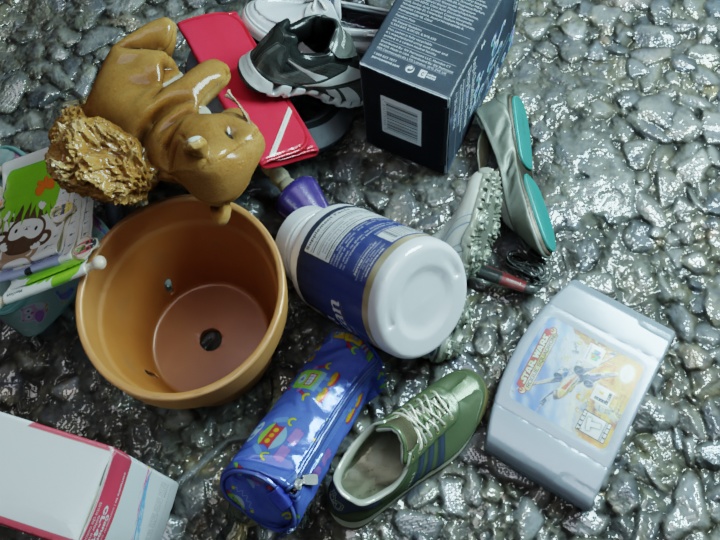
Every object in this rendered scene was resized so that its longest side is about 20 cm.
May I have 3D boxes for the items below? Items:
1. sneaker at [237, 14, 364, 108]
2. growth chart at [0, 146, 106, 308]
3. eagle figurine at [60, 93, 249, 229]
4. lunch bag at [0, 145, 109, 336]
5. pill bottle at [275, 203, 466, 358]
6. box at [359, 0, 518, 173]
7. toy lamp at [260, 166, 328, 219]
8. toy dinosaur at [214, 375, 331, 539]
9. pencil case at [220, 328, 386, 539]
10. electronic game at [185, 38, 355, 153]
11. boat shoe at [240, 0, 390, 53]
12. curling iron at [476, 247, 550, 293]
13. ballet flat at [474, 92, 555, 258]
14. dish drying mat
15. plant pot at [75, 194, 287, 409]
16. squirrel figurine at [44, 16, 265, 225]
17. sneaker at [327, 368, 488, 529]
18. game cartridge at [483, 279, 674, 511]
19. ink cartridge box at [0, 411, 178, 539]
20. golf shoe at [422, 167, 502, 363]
[{"bbox_3d":[-0.030,-0.226,0.941,0.198,0.090,0.067,-5,61,-42],"label":"sneaker"},{"bbox_3d":[-0.318,-0.052,0.869,0.142,0.018,0.202,-23,53,8],"label":"growth chart"},{"bbox_3d":[-0.237,-0.116,0.971,0.150,0.151,0.202,-28,98,34],"label":"eagle figurine"},{"bbox_3d":[-0.371,-0.041,0.944,0.198,0.077,0.161,32,77,27],"label":"lunch bag"},{"bbox_3d":[0.000,0.000,0.853,0.111,0.112,0.199,-46,38,-15],"label":"pill bottle"},{"bbox_3d":[0.090,-0.240,0.967,0.105,0.149,0.202,23,71,13],"label":"box"},{"bbox_3d":[-0.102,-0.120,0.983,0.058,0.058,0.201,-34,68,-10],"label":"toy lamp"},{"bbox_3d":[-0.080,0.201,0.849,0.086,0.048,0.203,9,64,16],"label":"toy dinosaur"},{"bbox_3d":[-0.046,0.144,0.814,0.086,0.079,0.201,-11,31,42],"label":"pencil case"},{"bbox_3d":[-0.100,-0.208,0.996,0.196,0.042,0.203,11,53,-15],"label":"electronic game"},{"bbox_3d":[-0.035,-0.283,1.005,0.196,0.069,0.073,13,52,-12],"label":"boat shoe"},{"bbox_3d":[0.105,-0.014,0.938,0.196,0.026,0.050,12,47,15],"label":"curling iron"},{"bbox_3d":[0.163,-0.097,0.956,0.063,0.067,0.204,-20,63,26],"label":"ballet flat"},{"bbox_3d":[-0.120,-0.197,0.938,0.076,0.018,0.202,-20,69,-29],"label":"dish drying mat"},{"bbox_3d":[-0.160,0.047,0.868,0.196,0.141,0.204,-2,67,4],"label":"plant pot"},{"bbox_3d":[-0.186,-0.109,0.806,0.198,0.143,0.186,-30,50,-22],"label":"squirrel figurine"},{"bbox_3d":[0.047,0.161,0.829,0.199,0.090,0.067,-40,68,-13],"label":"sneaker"},{"bbox_3d":[0.209,0.113,0.867,0.132,0.042,0.202,29,72,11],"label":"game cartridge"},{"bbox_3d":[-0.262,0.195,0.780,0.145,0.201,0.087,13,68,10],"label":"ink cartridge box"},{"bbox_3d":[0.079,-0.014,0.889,0.096,0.078,0.204,19,89,25],"label":"golf shoe"}]
